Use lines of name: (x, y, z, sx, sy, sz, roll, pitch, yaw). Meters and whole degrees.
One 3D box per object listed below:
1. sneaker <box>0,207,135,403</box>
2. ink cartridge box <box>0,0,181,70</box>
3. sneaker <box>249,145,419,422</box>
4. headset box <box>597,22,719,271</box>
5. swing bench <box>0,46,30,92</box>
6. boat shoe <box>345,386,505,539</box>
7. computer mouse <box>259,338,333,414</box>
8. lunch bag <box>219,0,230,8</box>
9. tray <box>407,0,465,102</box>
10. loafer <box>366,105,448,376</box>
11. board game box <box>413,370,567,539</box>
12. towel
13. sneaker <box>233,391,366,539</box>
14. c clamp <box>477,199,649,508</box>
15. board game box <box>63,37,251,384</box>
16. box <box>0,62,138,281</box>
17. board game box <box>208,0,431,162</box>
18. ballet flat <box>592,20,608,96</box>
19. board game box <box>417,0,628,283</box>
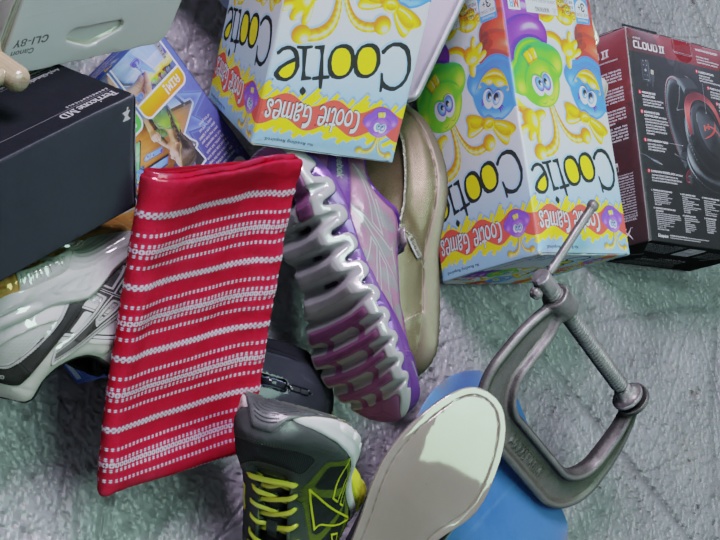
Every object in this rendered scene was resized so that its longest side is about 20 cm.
sneaker: (-0.156, 0.014, 1.145, 0.199, 0.075, 0.088, -25, 114, -41)
ink cartridge box: (-0.206, -0.219, 1.122, 0.200, 0.084, 0.145, 47, 40, 20)
sneaker: (0.000, 0.000, 1.278, 0.088, 0.080, 0.202, -26, 95, -44)
headset box: (0.248, -0.109, 1.604, 0.148, 0.075, 0.202, 5, 76, -44)
swing bench: (-0.315, -0.149, 1.004, 0.198, 0.199, 0.131, -24, 121, -44)
boat shoe: (0.027, 0.164, 1.277, 0.072, 0.063, 0.201, 31, 84, -9)
computer mouse: (-0.078, 0.065, 1.244, 0.199, 0.034, 0.059, 22, 74, -49)
lunch bag: (-0.079, -0.296, 1.306, 0.170, 0.127, 0.201, 43, 59, -27)
tray: (0.037, -0.183, 1.399, 0.022, 0.107, 0.201, 50, 49, -33)
loafer: (0.017, -0.025, 1.355, 0.067, 0.076, 0.202, 8, 69, -34)
board game box: (0.080, 0.174, 1.392, 0.158, 0.039, 0.201, -39, 111, -48)
towel: (-0.096, 0.029, 1.157, 0.144, 0.022, 0.202, -11, 115, -54)
sneaker: (-0.040, 0.143, 1.206, 0.200, 0.074, 0.085, 66, 41, -62)
c clamp: (0.157, 0.077, 1.396, 0.171, 0.027, 0.201, -48, 132, -17)
board game box: (-0.155, -0.045, 1.223, 0.136, 0.034, 0.200, 55, 48, -19)
box: (-0.240, -0.052, 1.060, 0.200, 0.140, 0.080, -33, 134, -43)
board game box: (-0.019, -0.186, 1.244, 0.102, 0.105, 0.202, 5, 109, -24)
ballet flat: (0.163, -0.164, 1.534, 0.063, 0.076, 0.202, -11, 86, -4)
board game box: (0.117, -0.100, 1.443, 0.102, 0.104, 0.202, 0, 78, -43)
